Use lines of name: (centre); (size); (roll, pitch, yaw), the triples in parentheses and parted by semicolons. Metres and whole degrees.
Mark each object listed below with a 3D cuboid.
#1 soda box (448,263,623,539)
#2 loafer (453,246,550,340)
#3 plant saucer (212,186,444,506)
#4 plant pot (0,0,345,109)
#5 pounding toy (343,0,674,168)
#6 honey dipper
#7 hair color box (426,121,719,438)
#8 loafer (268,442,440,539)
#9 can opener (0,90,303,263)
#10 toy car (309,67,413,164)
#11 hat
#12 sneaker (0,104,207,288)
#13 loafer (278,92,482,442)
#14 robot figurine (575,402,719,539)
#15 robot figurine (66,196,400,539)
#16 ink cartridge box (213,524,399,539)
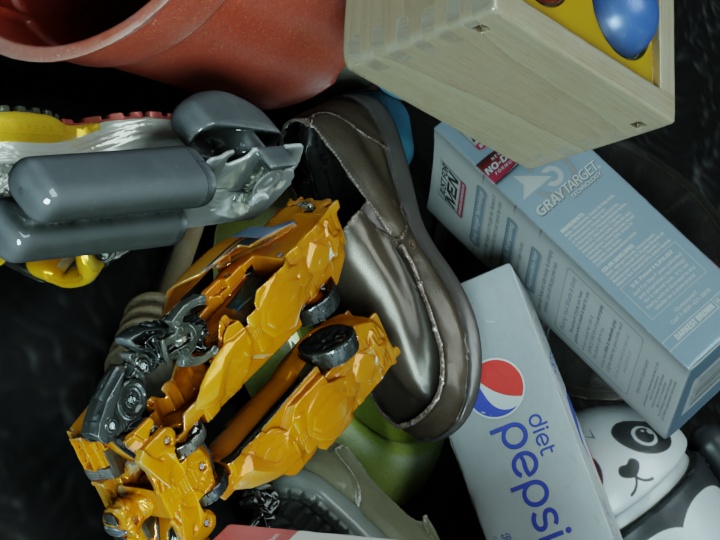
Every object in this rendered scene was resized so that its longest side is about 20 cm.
soda box: (0.091, 0.104, 1.292); (0.063, 0.068, 0.201); (46, 22, -72)
loafer: (0.101, -0.021, 1.439); (0.063, 0.072, 0.201); (35, 57, -24)
plant saucer: (-0.006, 0.034, 1.315); (0.200, 0.031, 0.201); (39, 37, -37)
plant pot: (-0.091, -0.180, 1.241); (0.195, 0.200, 0.202); (22, 47, -56)
pounding toy: (0.088, -0.191, 1.227); (0.183, 0.141, 0.202); (25, 60, -43)
honey dipper: (-0.092, -0.007, 1.233); (0.038, 0.038, 0.201); (47, 31, -21)
hair color box: (0.127, -0.009, 1.329); (0.061, 0.099, 0.200); (-39, 71, -19)
loafer: (0.029, 0.162, 1.229); (0.200, 0.075, 0.070); (49, 37, -17)
can opener: (-0.104, -0.047, 1.119); (0.199, 0.053, 0.067); (-8, 54, -52)
toy car: (0.070, -0.159, 1.401); (0.198, 0.177, 0.186); (4, 58, -23)
hat: (0.143, 0.011, 1.495); (0.081, 0.199, 0.202); (88, -6, -59)
sneaker: (-0.138, -0.029, 1.158); (0.199, 0.078, 0.083); (-4, 76, -48)
loafer: (0.000, 0.000, 1.263); (0.071, 0.073, 0.201); (-1, 63, -47)
robot figurine: (0.169, 0.173, 1.374); (0.201, 0.124, 0.150); (57, 26, -7)
robot figurine: (-0.063, 0.061, 1.137); (0.200, 0.058, 0.146); (-45, 124, -36)
ink cartridge box: (0.021, 0.186, 1.051); (0.067, 0.198, 0.118); (-40, 128, -59)
